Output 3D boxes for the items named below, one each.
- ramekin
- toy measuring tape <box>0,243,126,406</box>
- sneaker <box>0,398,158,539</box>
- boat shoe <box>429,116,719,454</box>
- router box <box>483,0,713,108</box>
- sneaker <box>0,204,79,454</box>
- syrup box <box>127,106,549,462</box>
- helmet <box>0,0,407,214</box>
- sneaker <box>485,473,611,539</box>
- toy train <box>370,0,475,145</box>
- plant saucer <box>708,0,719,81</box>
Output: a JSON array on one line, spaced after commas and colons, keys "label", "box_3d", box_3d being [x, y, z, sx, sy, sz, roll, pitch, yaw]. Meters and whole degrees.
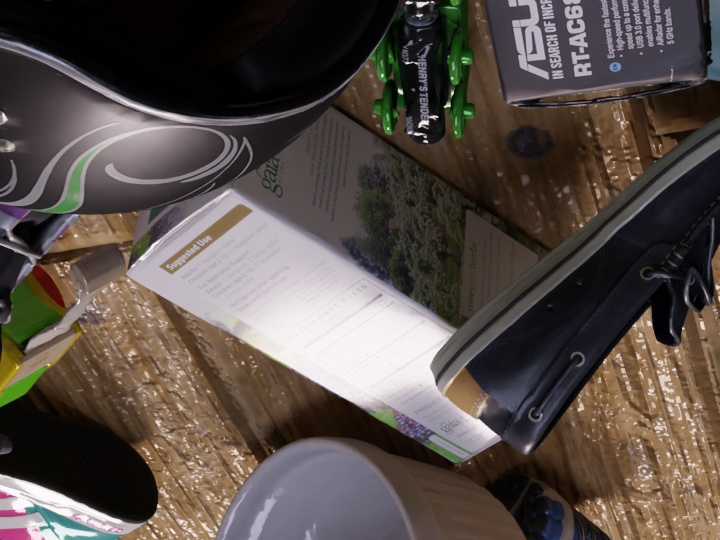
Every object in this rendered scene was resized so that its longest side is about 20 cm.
[{"label": "ramekin", "box_3d": [0.009, 0.193, 0.910, 0.105, 0.201, 0.200, 12, 144, -37]}, {"label": "toy measuring tape", "box_3d": [-0.163, 0.011, 0.795, 0.073, 0.074, 0.200, 21, 151, -18]}, {"label": "sneaker", "box_3d": [-0.223, 0.111, 0.929, 0.200, 0.084, 0.121, 34, 123, -31]}, {"label": "boat shoe", "box_3d": [0.121, 0.000, 0.711, 0.200, 0.062, 0.075, -40, 165, -2]}, {"label": "router box", "box_3d": [0.058, -0.171, 0.480, 0.062, 0.150, 0.201, -5, 128, 14]}, {"label": "sneaker", "box_3d": [-0.147, 0.003, 0.687, 0.199, 0.141, 0.078, -19, 163, 15]}, {"label": "syrup box", "box_3d": [0.000, 0.000, 0.770, 0.199, 0.079, 0.081, 31, 134, -27]}, {"label": "helmet", "box_3d": [-0.097, -0.110, 0.568, 0.200, 0.201, 0.190, 34, 160, -30]}, {"label": "sneaker", "box_3d": [0.069, 0.195, 0.999, 0.085, 0.077, 0.200, 25, 137, -28]}, {"label": "toy train", "box_3d": [0.023, -0.128, 0.633, 0.041, 0.057, 0.201, 4, 141, 8]}, {"label": "plant saucer", "box_3d": [0.158, -0.134, 0.628, 0.199, 0.036, 0.201, 4, 140, 3]}]
